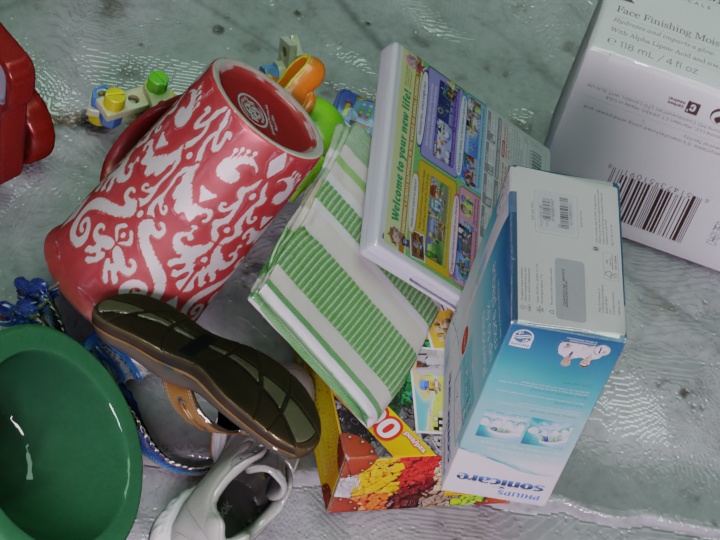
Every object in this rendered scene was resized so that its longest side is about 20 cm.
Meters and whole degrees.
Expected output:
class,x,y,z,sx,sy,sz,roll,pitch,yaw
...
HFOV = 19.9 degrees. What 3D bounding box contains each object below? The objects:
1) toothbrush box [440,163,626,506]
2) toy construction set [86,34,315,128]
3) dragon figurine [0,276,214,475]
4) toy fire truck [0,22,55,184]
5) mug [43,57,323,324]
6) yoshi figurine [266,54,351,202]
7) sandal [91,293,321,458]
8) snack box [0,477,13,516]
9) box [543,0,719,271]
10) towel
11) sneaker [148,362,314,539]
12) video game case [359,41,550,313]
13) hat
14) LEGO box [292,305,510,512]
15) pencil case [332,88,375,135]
class,x,y,z,sx,sy,sz,roll,pitch,yaw
toothbrush box,0.119,0.049,1.460,0.084,0.201,0.147,9,50,-7
toy construction set,-0.121,-0.122,1.722,0.198,0.093,0.132,-17,56,-14
dragon figurine,-0.190,0.085,1.514,0.199,0.100,0.059,34,50,14
toy fire truck,-0.324,-0.169,1.646,0.112,0.169,0.200,-24,60,-31
mug,-0.142,-0.068,1.561,0.178,0.200,0.133,52,25,21
yoshi figurine,0.000,-0.091,1.655,0.200,0.112,0.113,46,13,-20
sandal,-0.113,0.083,1.471,0.199,0.055,0.082,27,27,18
snack box,-0.343,0.176,1.426,0.198,0.053,0.143,-1,50,-18
box,0.270,-0.131,1.757,0.197,0.201,0.131,19,49,1
towel,0.000,0.000,1.539,0.153,0.023,0.201,48,44,-22
sneaker,-0.071,0.142,1.493,0.076,0.092,0.201,43,50,-18
video game case,0.078,-0.056,1.605,0.181,0.022,0.201,32,48,-31
hat,-0.278,0.132,1.439,0.201,0.175,0.166,55,41,-21
LEGO box,0.033,0.082,1.593,0.147,0.077,0.201,-1,51,-16
pencil case,0.061,-0.089,1.746,0.198,0.087,0.079,19,87,1
